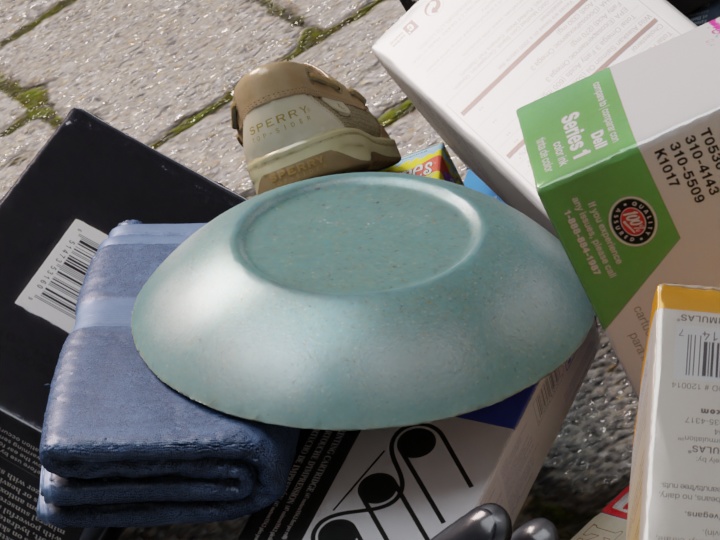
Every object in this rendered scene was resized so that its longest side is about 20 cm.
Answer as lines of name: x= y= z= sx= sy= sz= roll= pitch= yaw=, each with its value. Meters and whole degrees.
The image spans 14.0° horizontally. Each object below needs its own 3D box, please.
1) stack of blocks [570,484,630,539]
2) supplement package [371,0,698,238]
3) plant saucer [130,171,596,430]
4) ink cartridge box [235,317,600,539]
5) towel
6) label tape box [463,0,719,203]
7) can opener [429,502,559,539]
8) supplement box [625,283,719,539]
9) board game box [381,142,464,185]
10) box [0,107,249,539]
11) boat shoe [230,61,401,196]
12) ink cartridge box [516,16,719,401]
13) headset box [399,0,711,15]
stack of blocks: x=0.195 y=0.089 z=1.229 sx=0.200 sy=0.059 sz=0.115 roll=-41 pitch=29 yaw=-24
supplement package: x=0.121 y=-0.069 z=1.432 sx=0.117 sy=0.117 sz=0.200 roll=-43 pitch=48 yaw=-1
plant saucer: x=0.000 y=0.000 z=1.253 sx=0.201 sy=0.039 sz=0.201 roll=-3 pitch=29 yaw=2
ink cartridge box: x=0.023 y=0.080 z=1.248 sx=0.094 sy=0.044 sz=0.200 roll=10 pitch=48 yaw=24
towel: x=-0.074 y=0.042 z=1.275 sx=0.112 sy=0.049 sz=0.200 roll=-1 pitch=29 yaw=6
label tape box: x=0.141 y=-0.090 z=1.590 sx=0.144 sy=0.063 sz=0.200 roll=-13 pitch=40 yaw=28
can opener: x=0.003 y=0.158 z=1.139 sx=0.200 sy=0.063 sz=0.079 roll=-44 pitch=55 yaw=21
supplement box: x=0.132 y=0.122 z=1.065 sx=0.073 sy=0.126 sz=0.200 roll=5 pitch=60 yaw=4
board game box: x=0.011 y=0.041 z=1.444 sx=0.103 sy=0.105 sz=0.200 roll=-20 pitch=28 yaw=15
box: x=-0.154 y=0.067 z=1.438 sx=0.200 sy=0.123 sz=0.198 roll=-59 pitch=-3 yaw=-45
boat shoe: x=-0.024 y=-0.070 z=1.422 sx=0.071 sy=0.065 sz=0.200 roll=-22 pitch=-1 yaw=1
ink cartridge box: x=0.187 y=-0.034 z=1.226 sx=0.200 sy=0.145 sz=0.084 roll=-24 pitch=26 yaw=9
headset box: x=0.110 y=-0.191 z=1.551 sx=0.200 sy=0.149 sz=0.077 roll=-27 pitch=36 yaw=8
